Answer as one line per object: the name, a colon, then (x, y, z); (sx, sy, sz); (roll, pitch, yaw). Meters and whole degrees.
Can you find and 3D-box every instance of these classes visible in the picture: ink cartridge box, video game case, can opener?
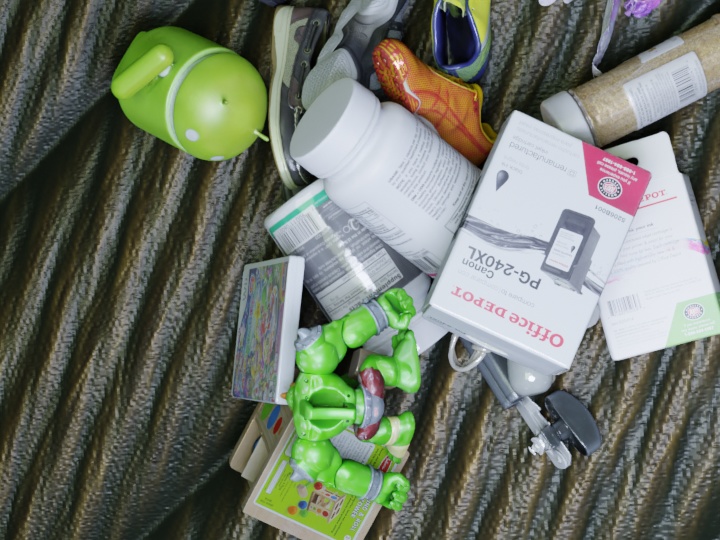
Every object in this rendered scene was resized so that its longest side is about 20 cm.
ink cartridge box: (0.161, -0.022, 1.482); (0.144, 0.083, 0.201); (24, 82, -1)
ink cartridge box: (0.280, -0.023, 1.576); (0.116, 0.067, 0.202); (-16, 85, 19)
video game case: (-0.096, 0.061, 1.639); (0.018, 0.200, 0.145); (6, 86, -16)
can opener: (0.163, 0.113, 1.630); (0.066, 0.053, 0.201); (-33, 79, -18)

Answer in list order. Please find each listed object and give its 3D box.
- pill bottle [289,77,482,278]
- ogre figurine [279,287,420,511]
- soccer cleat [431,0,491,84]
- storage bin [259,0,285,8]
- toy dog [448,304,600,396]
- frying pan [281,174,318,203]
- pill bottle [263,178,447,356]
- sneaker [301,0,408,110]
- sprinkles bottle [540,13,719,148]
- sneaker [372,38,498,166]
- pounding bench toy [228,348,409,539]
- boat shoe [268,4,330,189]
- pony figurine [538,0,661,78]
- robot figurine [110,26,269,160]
pill bottle: (0.036, -0.090, 1.551); (0.200, 0.114, 0.113); (37, 103, -24)
ogre figurine: (-0.008, 0.120, 1.489); (0.119, 0.098, 0.202); (0, 115, -23)
soccer cleat: (0.102, -0.290, 1.630); (0.064, 0.084, 0.202); (-1, 89, 17)
storage bin: (-0.132, -0.384, 1.682); (0.094, 0.135, 0.200); (-41, 78, 13)
toy dog: (0.174, 0.023, 1.580); (0.131, 0.096, 0.202); (11, 87, 48)
frying pan: (0.000, -0.088, 1.693); (0.188, 0.031, 0.116); (8, 93, 21)
pill bottle: (0.000, 0.000, 1.634); (0.113, 0.113, 0.201); (-34, 93, 15)
sneaker: (0.025, -0.217, 1.662); (0.114, 0.075, 0.201); (39, 67, -23)
sprinkles bottle: (0.275, -0.175, 1.553); (0.199, 0.068, 0.069); (-27, 81, -2)
sneaker: (0.075, -0.174, 1.594); (0.077, 0.200, 0.073); (-44, 49, 1)
pounding bench toy: (-0.030, 0.154, 1.625); (0.124, 0.156, 0.201); (26, 98, -16)
boat shoe: (-0.058, -0.186, 1.679); (0.065, 0.072, 0.203); (-6, 72, 13)
pony figurine: (0.261, -0.306, 1.554); (0.198, 0.167, 0.194); (0, 59, 28)
robot figurine: (-0.177, -0.186, 1.686); (0.199, 0.175, 0.116); (29, 85, 42)
